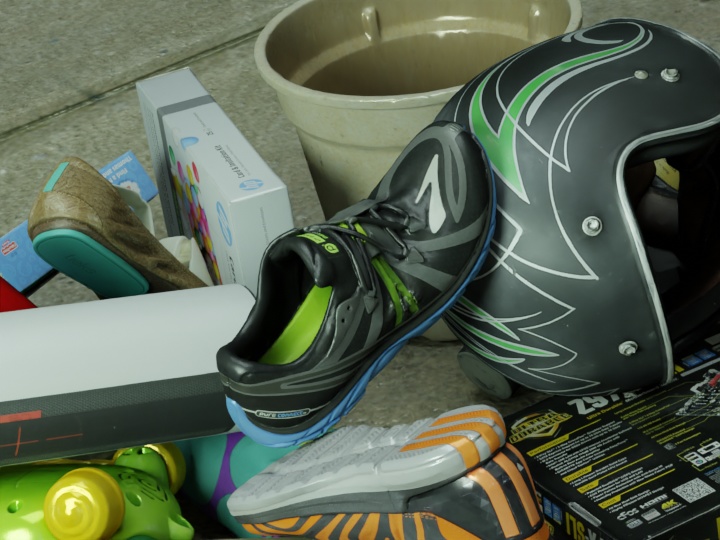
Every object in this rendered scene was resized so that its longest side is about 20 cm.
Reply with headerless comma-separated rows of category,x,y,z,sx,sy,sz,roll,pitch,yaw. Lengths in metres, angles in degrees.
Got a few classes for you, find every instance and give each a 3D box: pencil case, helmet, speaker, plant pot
pencil case,-0.062,0.096,1.612,0.093,0.085,0.200,-53,39,-3
helmet,0.120,-0.028,1.590,0.191,0.201,0.200,-42,40,-24
speaker,-0.150,0.057,1.503,0.199,0.082,0.081,-7,25,-24
plant pot,0.046,-0.066,1.780,0.199,0.184,0.201,-7,28,4

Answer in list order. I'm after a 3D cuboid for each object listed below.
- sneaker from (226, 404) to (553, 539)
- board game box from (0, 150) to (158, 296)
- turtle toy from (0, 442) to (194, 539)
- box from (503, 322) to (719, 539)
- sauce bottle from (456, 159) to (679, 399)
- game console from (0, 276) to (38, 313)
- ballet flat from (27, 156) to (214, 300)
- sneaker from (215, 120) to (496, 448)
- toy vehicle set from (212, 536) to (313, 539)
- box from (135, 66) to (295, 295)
sneaker,0.017,0.137,1.435,0.077,0.112,0.200,-35,14,-36
board game box,-0.228,0.013,1.758,0.200,0.037,0.151,-33,4,47
turtle toy,-0.182,0.149,1.533,0.199,0.102,0.146,-3,5,15
box,0.184,0.100,1.572,0.199,0.050,0.160,-22,28,-23
sauce bottle,0.130,-0.009,1.728,0.066,0.066,0.200,20,62,43
game console,-0.247,0.052,1.605,0.200,0.119,0.172,-33,6,19
ballet flat,-0.128,-0.002,1.695,0.068,0.200,0.073,-12,54,28
sneaker,0.000,0.000,1.482,0.071,0.083,0.200,27,69,38
toy vehicle set,-0.045,0.172,1.443,0.199,0.027,0.124,1,19,-36
box,-0.078,-0.016,1.754,0.041,0.157,0.200,-18,30,-14
